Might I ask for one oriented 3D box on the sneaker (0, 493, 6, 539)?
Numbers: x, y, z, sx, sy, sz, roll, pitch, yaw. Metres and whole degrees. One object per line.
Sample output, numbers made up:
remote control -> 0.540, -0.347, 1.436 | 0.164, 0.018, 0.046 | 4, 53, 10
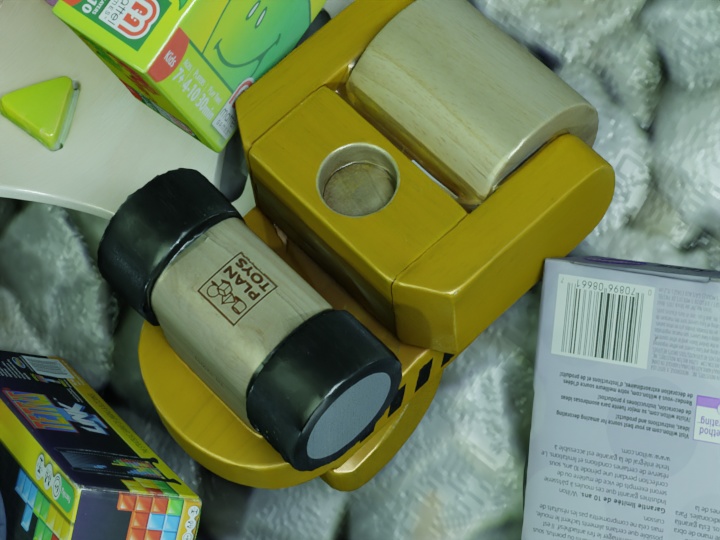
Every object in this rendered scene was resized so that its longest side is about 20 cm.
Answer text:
sneaker -> -0.202, 0.133, 1.040 | 0.083, 0.073, 0.201 | -104, 32, -43

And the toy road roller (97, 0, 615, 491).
toy road roller -> 0.000, 0.000, 0.998 | 0.200, 0.146, 0.123 | -42, 67, -14

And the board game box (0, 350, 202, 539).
board game box -> -0.138, 0.139, 1.049 | 0.200, 0.056, 0.167 | 32, 110, 64

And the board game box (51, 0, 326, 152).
board game box -> -0.027, -0.152, 0.956 | 0.047, 0.102, 0.201 | 34, 85, 19

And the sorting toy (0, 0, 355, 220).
sorting toy -> -0.093, -0.102, 1.051 | 0.179, 0.107, 0.201 | 32, 97, 12

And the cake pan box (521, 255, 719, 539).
cake pan box -> 0.148, 0.095, 0.935 | 0.199, 0.052, 0.186 | 6, 94, 31
